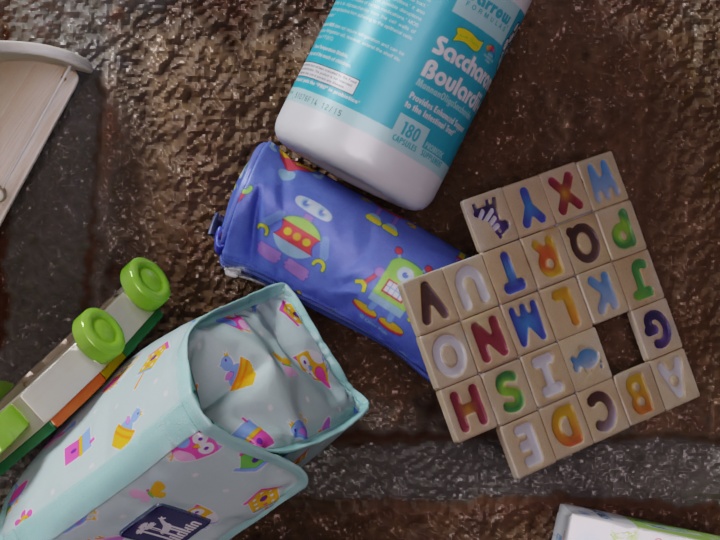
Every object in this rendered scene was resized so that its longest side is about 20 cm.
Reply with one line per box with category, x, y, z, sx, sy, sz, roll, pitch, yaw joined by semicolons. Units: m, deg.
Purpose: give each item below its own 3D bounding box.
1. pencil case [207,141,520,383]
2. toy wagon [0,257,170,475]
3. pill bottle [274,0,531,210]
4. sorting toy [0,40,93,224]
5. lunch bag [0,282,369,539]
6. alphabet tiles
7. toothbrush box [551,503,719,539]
pencil case;0.000;0.000;1.314;0.199;0.078;0.087;29;81;1
toy wagon;-0.191;0.074;1.250;0.040;0.200;0.155;47;121;-7
pill bottle;0.036;-0.147;1.303;0.110;0.111;0.201;26;89;0
sorting toy;-0.261;-0.071;1.265;0.106;0.180;0.201;29;88;0
lunch bag;-0.109;0.106;1.228;0.170;0.200;0.122;-36;89;22
alphabet tiles;0.114;0.028;1.293;0.199;0.008;0.168;-19;89;-37
toothbrush box;0.208;0.237;1.306;0.198;0.086;0.147;12;88;1
